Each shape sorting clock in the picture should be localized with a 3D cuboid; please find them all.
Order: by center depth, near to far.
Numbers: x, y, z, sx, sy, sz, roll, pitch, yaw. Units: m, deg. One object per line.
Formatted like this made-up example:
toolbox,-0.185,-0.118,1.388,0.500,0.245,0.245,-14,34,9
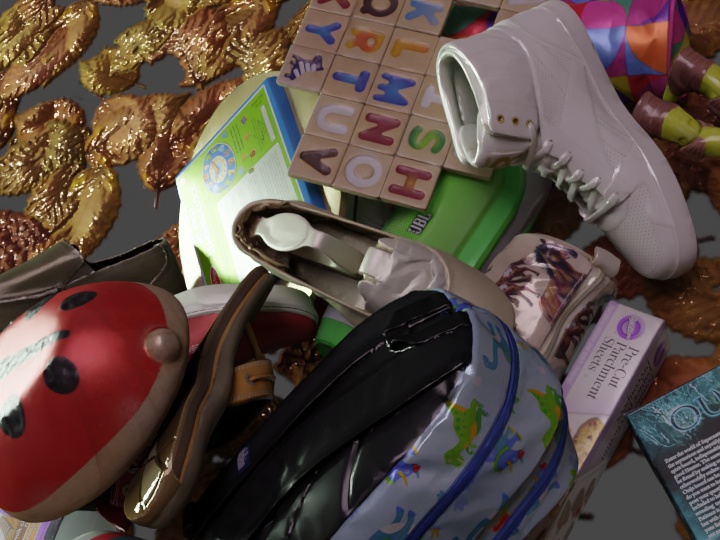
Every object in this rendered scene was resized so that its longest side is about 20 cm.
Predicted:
shape sorting clock,-0.074,-0.046,0.868,0.199,0.039,0.202,-12,73,43

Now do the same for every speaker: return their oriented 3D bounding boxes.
speaker,0.053,-0.011,0.803,0.088,0.089,0.201,24,71,35

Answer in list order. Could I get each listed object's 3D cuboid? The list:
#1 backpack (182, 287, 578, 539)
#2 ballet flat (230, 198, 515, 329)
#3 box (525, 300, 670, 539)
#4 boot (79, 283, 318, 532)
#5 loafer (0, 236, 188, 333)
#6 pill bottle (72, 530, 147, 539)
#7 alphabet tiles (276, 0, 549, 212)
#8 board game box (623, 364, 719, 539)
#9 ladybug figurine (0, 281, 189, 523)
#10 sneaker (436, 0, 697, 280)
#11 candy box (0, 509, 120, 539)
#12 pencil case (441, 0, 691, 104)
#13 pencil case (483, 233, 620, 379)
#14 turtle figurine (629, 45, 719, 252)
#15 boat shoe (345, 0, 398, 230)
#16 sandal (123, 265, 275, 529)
backpack,0.014,0.104,0.608,0.201,0.153,0.163,-61,17,13
ballet flat,0.000,0.000,0.725,0.199,0.070,0.070,21,70,32
box,0.125,0.113,0.716,0.041,0.039,0.201,23,71,33
boot,-0.117,0.092,0.770,0.198,0.073,0.145,-13,63,5
loafer,-0.226,0.010,0.877,0.198,0.070,0.075,-7,13,-21
pill bottle,-0.091,0.231,0.691,0.199,0.120,0.120,8,63,28
alphabet tiles,0.029,-0.138,0.812,0.166,0.008,0.201,15,67,14
board game box,0.268,0.093,0.668,0.199,0.028,0.136,-29,51,7
ladybug figurine,-0.172,0.068,0.673,0.199,0.072,0.137,-32,42,38
sneaker,0.121,-0.068,0.748,0.115,0.074,0.201,-23,77,-27
candy box,-0.260,0.138,0.863,0.199,0.072,0.169,6,62,28
pencil case,0.141,-0.163,0.863,0.199,0.089,0.089,5,61,26
pencil case,0.087,0.067,0.738,0.089,0.078,0.201,11,63,53
turtle figurine,0.252,-0.072,0.745,0.161,0.064,0.201,31,78,25
boat shoe,0.023,-0.117,0.867,0.085,0.075,0.204,6,74,-9
sandal,-0.078,0.075,0.670,0.080,0.054,0.201,-53,13,32
